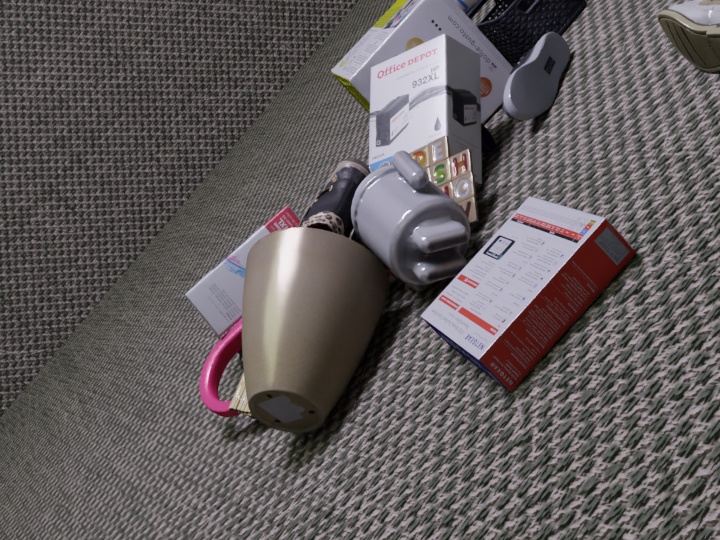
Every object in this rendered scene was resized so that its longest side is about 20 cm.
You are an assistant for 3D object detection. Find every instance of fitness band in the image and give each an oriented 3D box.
[{"bbox_3d":[-0.141,0.119,1.601,0.200,0.037,0.144,-42,43,8],"label":"fitness band"}]

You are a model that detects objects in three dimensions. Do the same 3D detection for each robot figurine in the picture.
[{"bbox_3d":[0.059,-0.058,1.423,0.111,0.172,0.200,-10,32,-24],"label":"robot figurine"}]

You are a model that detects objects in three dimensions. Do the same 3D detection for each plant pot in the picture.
[{"bbox_3d":[-0.071,0.086,1.402,0.186,0.186,0.202,-30,36,43],"label":"plant pot"}]

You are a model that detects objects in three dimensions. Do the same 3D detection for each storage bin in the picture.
[{"bbox_3d":[0.252,-0.405,1.854,0.135,0.094,0.200,-49,17,-9],"label":"storage bin"}]

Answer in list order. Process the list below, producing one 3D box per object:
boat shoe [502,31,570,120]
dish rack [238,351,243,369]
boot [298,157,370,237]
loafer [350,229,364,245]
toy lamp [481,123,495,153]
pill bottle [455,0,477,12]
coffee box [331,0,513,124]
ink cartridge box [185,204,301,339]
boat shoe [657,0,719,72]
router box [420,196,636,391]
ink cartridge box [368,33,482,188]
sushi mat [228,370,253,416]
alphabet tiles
[{"bbox_3d":[0.238,-0.261,1.609,0.056,0.069,0.201,-35,14,45],"label":"boat shoe"},{"bbox_3d":[-0.122,0.095,1.685,0.153,0.054,0.200,-46,17,5],"label":"dish rack"},{"bbox_3d":[-0.054,-0.037,1.530,0.201,0.073,0.151,-56,6,38],"label":"boot"},{"bbox_3d":[0.000,0.000,1.587,0.072,0.062,0.202,102,-169,-62],"label":"loafer"},{"bbox_3d":[0.102,-0.138,1.664,0.199,0.058,0.058,-39,18,28],"label":"toy lamp"},{"bbox_3d":[0.175,-0.569,2.401,0.200,0.112,0.113,-40,17,18],"label":"pill bottle"},{"bbox_3d":[0.097,-0.303,1.808,0.198,0.200,0.200,-46,17,2],"label":"coffee box"},{"bbox_3d":[-0.160,0.001,1.715,0.199,0.083,0.146,-41,5,-5],"label":"ink cartridge box"},{"bbox_3d":[0.384,-0.255,1.218,0.068,0.075,0.200,-39,24,2],"label":"boat shoe"},{"bbox_3d":[0.161,0.016,1.165,0.180,0.049,0.200,-47,16,-1],"label":"router box"},{"bbox_3d":[0.088,-0.203,1.602,0.144,0.083,0.203,-16,64,41],"label":"ink cartridge box"},{"bbox_3d":[-0.112,0.102,1.553,0.095,0.012,0.202,-1,59,41],"label":"sushi mat"},{"bbox_3d":[0.071,-0.078,1.513,0.199,0.007,0.170,-23,61,38],"label":"alphabet tiles"}]
